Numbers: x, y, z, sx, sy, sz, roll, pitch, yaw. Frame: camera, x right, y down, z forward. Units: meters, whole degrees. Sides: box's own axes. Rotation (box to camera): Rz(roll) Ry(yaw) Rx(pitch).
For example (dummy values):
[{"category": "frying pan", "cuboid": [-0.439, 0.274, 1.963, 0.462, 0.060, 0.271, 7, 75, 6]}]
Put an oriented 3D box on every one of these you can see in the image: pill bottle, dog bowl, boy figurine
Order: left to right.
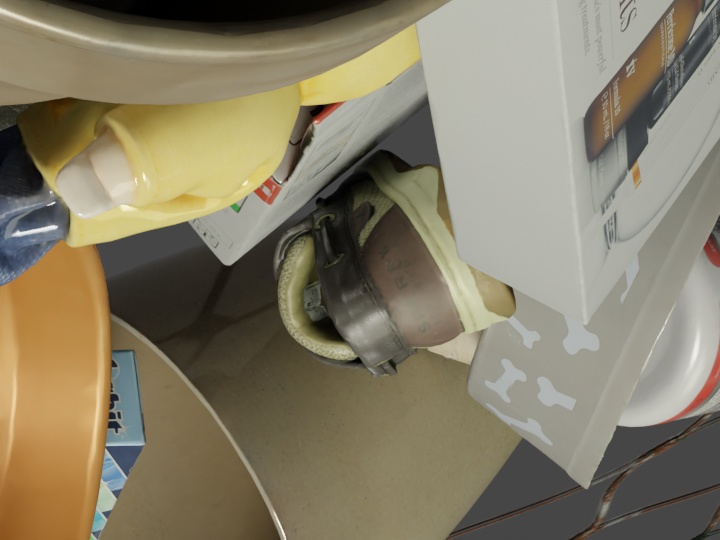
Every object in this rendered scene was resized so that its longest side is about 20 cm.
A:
[{"category": "boy figurine", "cuboid": [-0.062, -0.042, 0.619, 0.199, 0.065, 0.124, -31, -164, 3]}, {"category": "dog bowl", "cuboid": [0.101, -0.022, 0.863, 0.201, 0.058, 0.200, -63, 172, -15]}, {"category": "pill bottle", "cuboid": [0.192, 0.011, 1.207, 0.199, 0.116, 0.116, -6, 152, -43]}]

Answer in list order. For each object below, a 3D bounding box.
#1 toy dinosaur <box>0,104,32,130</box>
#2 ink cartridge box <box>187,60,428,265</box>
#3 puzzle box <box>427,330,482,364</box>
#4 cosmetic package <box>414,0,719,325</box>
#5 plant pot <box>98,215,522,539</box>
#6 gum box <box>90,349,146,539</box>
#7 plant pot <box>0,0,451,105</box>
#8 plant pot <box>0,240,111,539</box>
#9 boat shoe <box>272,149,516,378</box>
[{"category": "toy dinosaur", "cuboid": [-0.108, -0.071, 0.685, 0.102, 0.077, 0.200, -46, 160, 12]}, {"category": "ink cartridge box", "cuboid": [-0.005, -0.070, 0.752, 0.109, 0.050, 0.200, -40, 178, -15]}, {"category": "puzzle box", "cuboid": [0.061, -0.060, 0.866, 0.025, 0.134, 0.200, 16, 156, 3]}, {"category": "cosmetic package", "cuboid": [0.077, -0.098, 0.638, 0.151, 0.051, 0.200, -54, 156, -21]}, {"category": "plant pot", "cuboid": [-0.007, 0.051, 0.998, 0.199, 0.188, 0.188, -30, 164, -29]}, {"category": "gum box", "cuboid": [-0.199, 0.087, 0.927, 0.199, 0.045, 0.170, 0, 151, -18]}, {"category": "plant pot", "cuboid": [-0.068, -0.114, 0.499, 0.199, 0.201, 0.173, -16, 174, -27]}, {"category": "plant pot", "cuboid": [-0.176, 0.066, 0.749, 0.139, 0.201, 0.200, 11, 163, 11]}, {"category": "boat shoe", "cuboid": [0.000, 0.000, 0.825, 0.065, 0.074, 0.200, -25, 180, -8]}]
